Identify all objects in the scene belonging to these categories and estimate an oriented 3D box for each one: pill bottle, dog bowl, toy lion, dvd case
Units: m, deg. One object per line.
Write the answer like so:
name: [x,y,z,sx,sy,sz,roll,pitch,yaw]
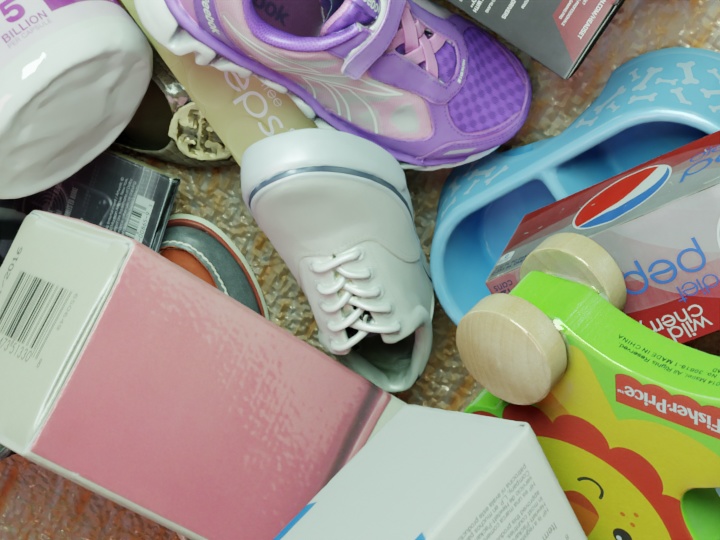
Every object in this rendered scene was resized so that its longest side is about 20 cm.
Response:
pill bottle: [-0.200,-0.142,0.827,0.200,0.112,0.113,49,128,15]
dog bowl: [0.116,-0.024,0.818,0.199,0.050,0.112,-28,105,34]
toy lion: [0.121,0.092,0.715,0.198,0.069,0.193,19,133,33]
dvd case: [-0.204,-0.014,0.928,0.198,0.016,0.150,22,99,20]

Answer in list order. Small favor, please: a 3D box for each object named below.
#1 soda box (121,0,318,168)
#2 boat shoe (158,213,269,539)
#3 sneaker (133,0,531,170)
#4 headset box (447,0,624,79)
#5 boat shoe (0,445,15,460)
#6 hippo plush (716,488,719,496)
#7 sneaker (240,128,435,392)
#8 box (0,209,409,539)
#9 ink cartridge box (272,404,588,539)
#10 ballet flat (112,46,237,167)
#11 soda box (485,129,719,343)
soda box: [-0.058,-0.124,0.826,0.067,0.064,0.201,-27,105,33]
boat shoe: [-0.090,0.068,0.953,0.070,0.063,0.202,6,119,22]
sneaker: [0.000,-0.105,0.756,0.198,0.081,0.088,22,165,-25]
headset box: [0.068,-0.192,0.724,0.199,0.075,0.149,34,126,2]
boat shoe: [-0.177,0.036,0.965,0.071,0.071,0.201,27,123,7]
hippo plush: [0.192,0.161,0.823,0.157,0.161,0.202,0,118,23]
sneaker: [0.000,0.000,0.807,0.072,0.072,0.200,-16,153,14]
box: [-0.087,0.068,0.840,0.199,0.110,0.127,33,170,-34]
ink cartridge box: [0.043,0.182,0.718,0.084,0.146,0.201,4,129,50]
ballet flat: [-0.145,-0.096,0.890,0.198,0.046,0.068,21,125,11]
soda box: [0.156,-0.019,0.729,0.199,0.070,0.064,-23,107,33]
